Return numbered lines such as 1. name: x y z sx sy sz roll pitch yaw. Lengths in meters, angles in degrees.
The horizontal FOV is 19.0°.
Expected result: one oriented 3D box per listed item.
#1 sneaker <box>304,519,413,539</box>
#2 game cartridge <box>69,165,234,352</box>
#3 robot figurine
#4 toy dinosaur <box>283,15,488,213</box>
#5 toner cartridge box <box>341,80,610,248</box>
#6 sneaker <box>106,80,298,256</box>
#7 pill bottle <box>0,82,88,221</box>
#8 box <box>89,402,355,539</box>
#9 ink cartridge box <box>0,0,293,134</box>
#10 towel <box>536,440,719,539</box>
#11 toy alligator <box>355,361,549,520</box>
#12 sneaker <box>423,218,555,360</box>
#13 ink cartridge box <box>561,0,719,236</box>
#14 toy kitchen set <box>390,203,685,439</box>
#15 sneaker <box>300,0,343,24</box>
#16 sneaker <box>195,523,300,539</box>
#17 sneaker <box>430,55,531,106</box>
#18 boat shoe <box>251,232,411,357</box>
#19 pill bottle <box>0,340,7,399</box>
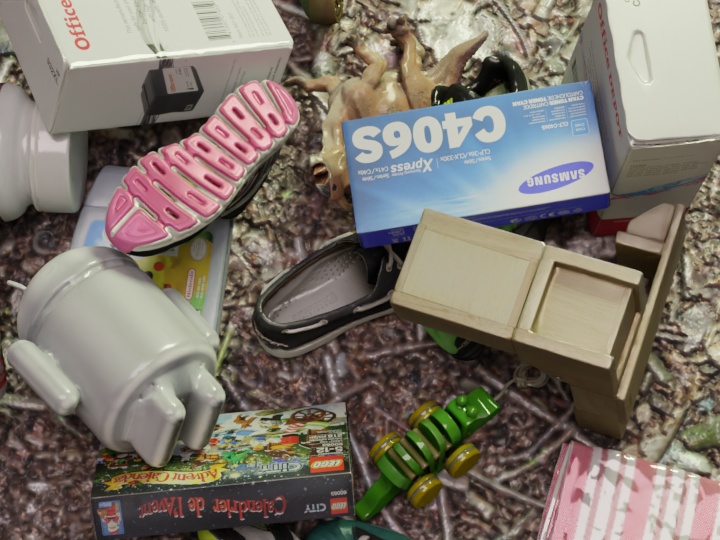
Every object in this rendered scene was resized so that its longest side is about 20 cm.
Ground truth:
1. sneaker: 0.045 0.243 1.665 0.199 0.080 0.072 24 74 11
2. game cartridge: -0.177 0.013 1.767 0.132 0.041 0.202 4 73 6
3. robot figurine: -0.190 0.060 1.666 0.169 0.113 0.200 -17 53 -43
4. toy dinosaur: 0.025 -0.127 1.784 0.199 0.086 0.136 -22 82 -19
5. toner cartridge box: 0.090 -0.083 1.675 0.198 0.043 0.096 -10 74 4
6. sneaker: -0.127 -0.067 1.711 0.074 0.088 0.200 38 57 10
7. pill bottle: -0.329 -0.098 1.761 0.198 0.114 0.115 1 73 2
8. box: -0.105 0.154 1.671 0.198 0.137 0.038 -6 109 -1
9. ink cartridge box: -0.177 -0.197 1.749 0.199 0.084 0.146 -8 54 -28
10. towel: 0.237 0.229 1.697 0.198 0.030 0.147 15 74 3
11. toy alligator: 0.072 0.126 1.712 0.200 0.054 0.059 -38 68 -12
12. sneaker: 0.113 -0.009 1.754 0.076 0.084 0.200 14 54 40
13. ink cartridge box: 0.224 -0.131 1.713 0.085 0.200 0.149 -5 73 -7
14. toy kitchen set: 0.147 0.008 1.681 0.179 0.200 0.164 17 74 15
15. sneaker: -0.061 -0.302 1.849 0.089 0.067 0.202 -3 73 8
16. sneaker: -0.054 0.258 1.661 0.200 0.081 0.074 41 42 24
17. sneaker: 0.074 -0.105 1.743 0.073 0.088 0.200 22 54 40
18. boat shoe: 0.000 0.000 1.752 0.199 0.060 0.074 -27 70 -8
19. pill bottle: -0.346 0.010 1.683 0.113 0.114 0.202 -6 109 -1
